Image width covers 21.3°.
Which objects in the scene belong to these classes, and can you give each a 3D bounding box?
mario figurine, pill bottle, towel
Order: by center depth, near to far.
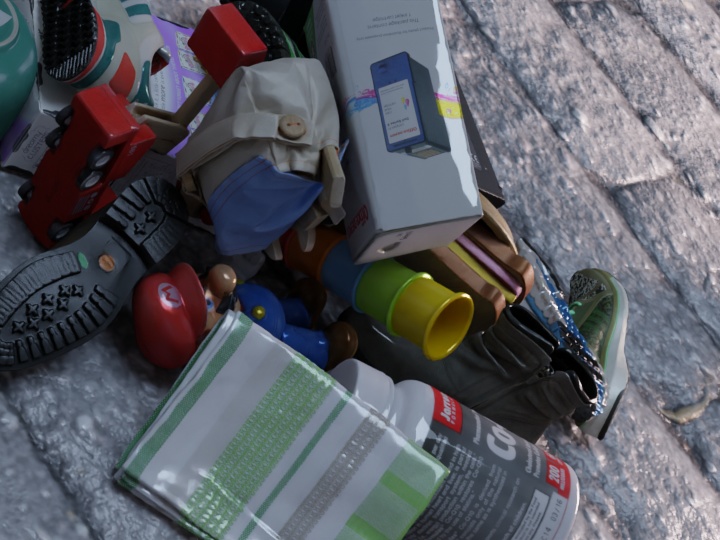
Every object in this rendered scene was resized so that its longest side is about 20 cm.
[{"bbox_3d":[-0.054,0.142,1.356,0.200,0.149,0.031,36,-7,-6],"label":"towel"},{"bbox_3d":[0.055,0.154,1.451,0.200,0.114,0.114,30,37,-16],"label":"pill bottle"},{"bbox_3d":[-0.084,0.027,1.453,0.200,0.123,0.106,6,92,-48],"label":"mario figurine"}]

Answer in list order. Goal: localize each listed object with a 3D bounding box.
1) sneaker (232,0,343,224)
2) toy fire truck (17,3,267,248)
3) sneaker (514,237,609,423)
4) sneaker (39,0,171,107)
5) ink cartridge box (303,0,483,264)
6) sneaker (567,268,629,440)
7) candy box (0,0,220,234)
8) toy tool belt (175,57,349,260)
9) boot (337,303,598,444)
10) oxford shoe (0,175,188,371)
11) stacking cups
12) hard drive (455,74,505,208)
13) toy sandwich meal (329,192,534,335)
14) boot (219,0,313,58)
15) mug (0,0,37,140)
[{"bbox_3d":[-0.050,-0.130,1.581,0.200,0.078,0.085,67,17,15],"label":"sneaker"},{"bbox_3d":[-0.165,-0.105,1.427,0.141,0.200,0.049,-24,70,-41],"label":"toy fire truck"},{"bbox_3d":[0.147,0.066,1.650,0.075,0.087,0.200,43,17,-41],"label":"sneaker"},{"bbox_3d":[-0.197,-0.196,1.513,0.093,0.070,0.200,38,30,-35],"label":"sneaker"},{"bbox_3d":[0.021,-0.116,1.456,0.087,0.145,0.200,-9,82,-9],"label":"ink cartridge box"},{"bbox_3d":[0.189,0.060,1.719,0.089,0.077,0.200,19,37,-11],"label":"sneaker"},{"bbox_3d":[-0.193,-0.136,1.559,0.200,0.072,0.168,18,42,-31],"label":"candy box"},{"bbox_3d":[-0.073,-0.060,1.420,0.125,0.200,0.123,-14,69,-32],"label":"toy tool belt"},{"bbox_3d":[0.091,0.064,1.563,0.200,0.131,0.068,39,36,-4],"label":"boot"},{"bbox_3d":[-0.211,0.013,1.394,0.200,0.084,0.073,-40,98,-36],"label":"oxford shoe"},{"bbox_3d":[0.000,0.000,1.547,0.200,0.061,0.060,33,27,33],"label":"stacking cups"},{"bbox_3d":[0.053,-0.153,1.705,0.140,0.033,0.200,19,46,-53],"label":"hard drive"},{"bbox_3d":[0.047,-0.024,1.609,0.205,0.205,0.070,35,69,-9],"label":"toy sandwich meal"},{"bbox_3d":[-0.047,-0.231,1.640,0.073,0.162,0.198,-22,78,-26],"label":"boot"},{"bbox_3d":[-0.323,-0.172,1.438,0.152,0.114,0.185,11,46,-35],"label":"mug"}]
